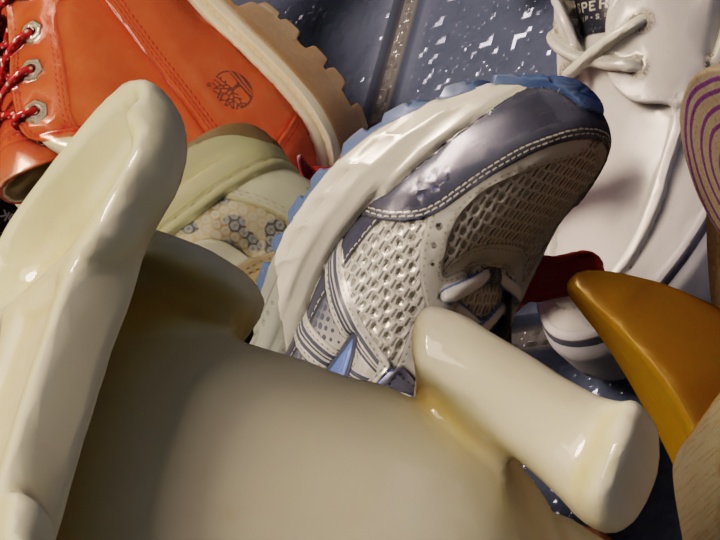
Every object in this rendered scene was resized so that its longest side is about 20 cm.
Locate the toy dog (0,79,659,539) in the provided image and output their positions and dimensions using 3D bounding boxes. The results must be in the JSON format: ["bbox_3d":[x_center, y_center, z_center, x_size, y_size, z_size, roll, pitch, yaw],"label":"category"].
[{"bbox_3d":[-0.010,0.087,0.573,0.194,0.199,0.140,-43,28,46],"label":"toy dog"}]

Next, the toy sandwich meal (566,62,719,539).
[{"bbox_3d":[0.101,0.041,0.594,0.070,0.206,0.205,-12,39,-12],"label":"toy sandwich meal"}]

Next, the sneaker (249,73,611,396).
[{"bbox_3d":[0.008,0.038,0.677,0.200,0.077,0.085,-52,56,23],"label":"sneaker"}]

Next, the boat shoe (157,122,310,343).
[{"bbox_3d":[-0.081,0.043,0.729,0.200,0.073,0.063,-45,67,-9],"label":"boat shoe"}]

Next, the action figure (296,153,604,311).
[{"bbox_3d":[0.000,0.000,0.801,0.200,0.051,0.066,-24,70,59],"label":"action figure"}]

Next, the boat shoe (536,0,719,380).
[{"bbox_3d":[0.088,-0.069,0.769,0.072,0.066,0.201,6,68,49],"label":"boat shoe"}]

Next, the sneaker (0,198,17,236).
[{"bbox_3d":[-0.143,-0.047,0.911,0.074,0.199,0.080,-56,40,39],"label":"sneaker"}]

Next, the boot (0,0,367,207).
[{"bbox_3d":[-0.103,-0.077,0.873,0.107,0.200,0.075,-41,-14,-34],"label":"boot"}]
